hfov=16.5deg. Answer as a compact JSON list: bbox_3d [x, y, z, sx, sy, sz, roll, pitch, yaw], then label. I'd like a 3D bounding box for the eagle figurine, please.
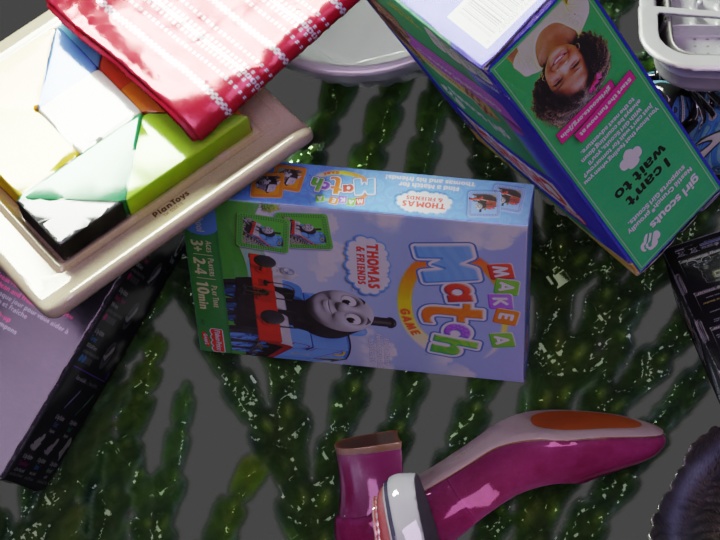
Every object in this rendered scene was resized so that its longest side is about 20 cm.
[{"bbox_3d":[0.241,0.148,1.401,0.152,0.151,0.200,38,80,-1],"label":"eagle figurine"}]

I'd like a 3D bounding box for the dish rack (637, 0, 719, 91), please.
[{"bbox_3d":[0.247,-0.167,1.457,0.171,0.044,0.200,1,45,4],"label":"dish rack"}]

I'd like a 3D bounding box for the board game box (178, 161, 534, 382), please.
[{"bbox_3d":[0.000,0.000,1.451,0.200,0.151,0.037,5,52,6],"label":"board game box"}]

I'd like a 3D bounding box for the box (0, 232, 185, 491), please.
[{"bbox_3d":[-0.202,0.016,1.489,0.122,0.106,0.200,30,86,10],"label":"box"}]

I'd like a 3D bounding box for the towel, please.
[{"bbox_3d":[-0.067,-0.179,1.411,0.200,0.022,0.145,-43,63,-7],"label":"towel"}]

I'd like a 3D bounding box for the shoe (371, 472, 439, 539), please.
[{"bbox_3d":[0.007,0.216,1.433,0.091,0.071,0.200,-7,108,7],"label":"shoe"}]

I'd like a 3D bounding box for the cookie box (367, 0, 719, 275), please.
[{"bbox_3d":[0.089,-0.112,1.350,0.075,0.200,0.171,-45,45,-1],"label":"cookie box"}]

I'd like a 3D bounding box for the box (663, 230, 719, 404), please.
[{"bbox_3d":[0.286,0.008,1.415,0.200,0.160,0.044,-18,116,3],"label":"box"}]

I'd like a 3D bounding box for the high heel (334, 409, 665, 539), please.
[{"bbox_3d":[0.084,0.139,1.470,0.200,0.067,0.096,-7,101,-4],"label":"high heel"}]

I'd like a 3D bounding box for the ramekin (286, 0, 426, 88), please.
[{"bbox_3d":[0.002,-0.203,1.500,0.200,0.105,0.200,-1,81,6],"label":"ramekin"}]

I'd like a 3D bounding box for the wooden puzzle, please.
[{"bbox_3d":[-0.155,-0.083,1.410,0.185,0.037,0.200,-36,55,-17],"label":"wooden puzzle"}]

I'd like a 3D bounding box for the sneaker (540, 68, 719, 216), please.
[{"bbox_3d":[0.198,-0.090,1.470,0.200,0.090,0.078,-26,80,1],"label":"sneaker"}]
